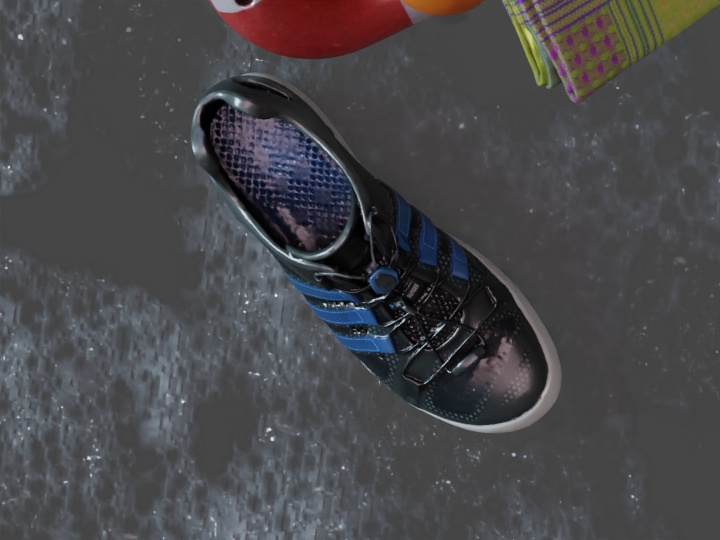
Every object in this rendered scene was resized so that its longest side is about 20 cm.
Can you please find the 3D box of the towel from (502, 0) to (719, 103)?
[{"bbox_3d":[0.085,-0.184,1.096,0.144,0.023,0.200,-35,108,-25],"label":"towel"}]

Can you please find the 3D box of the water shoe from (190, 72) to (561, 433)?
[{"bbox_3d":[0.000,0.000,1.205,0.200,0.079,0.072,43,102,2],"label":"water shoe"}]

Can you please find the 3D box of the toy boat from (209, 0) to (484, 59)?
[{"bbox_3d":[0.027,-0.149,1.142,0.200,0.131,0.131,-22,125,11],"label":"toy boat"}]
